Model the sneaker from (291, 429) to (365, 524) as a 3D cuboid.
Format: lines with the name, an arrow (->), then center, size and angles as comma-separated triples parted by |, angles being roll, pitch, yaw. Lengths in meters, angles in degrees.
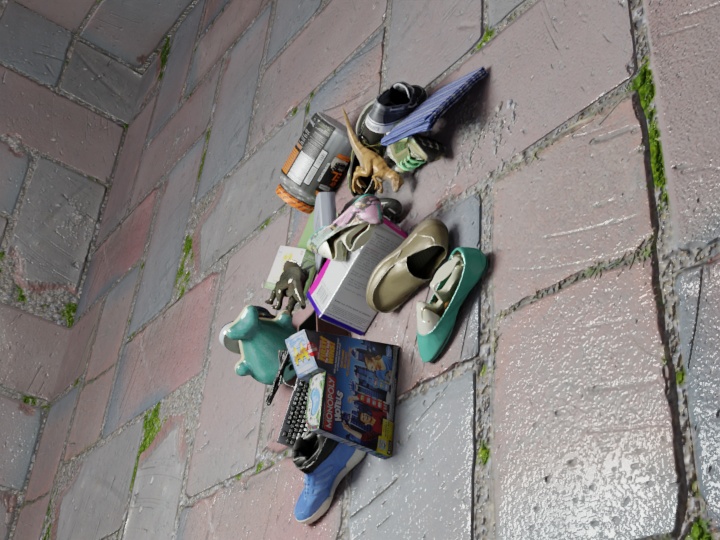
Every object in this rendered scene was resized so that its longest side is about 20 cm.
sneaker -> -0.084, 0.338, 1.548 | 0.201, 0.110, 0.077 | -54, 30, 20

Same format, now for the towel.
towel -> 0.135, -0.297, 1.674 | 0.200, 0.024, 0.144 | -45, 17, -32

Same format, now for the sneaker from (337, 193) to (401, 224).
sneaker -> 0.014, -0.120, 1.786 | 0.199, 0.074, 0.080 | -10, 54, 57

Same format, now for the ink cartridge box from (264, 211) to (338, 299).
ink cartridge box -> -0.131, -0.041, 1.998 | 0.145, 0.048, 0.202 | 10, 80, 62

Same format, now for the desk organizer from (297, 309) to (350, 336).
desk organizer -> -0.065, 0.173, 1.682 | 0.072, 0.076, 0.202 | -44, 35, 33

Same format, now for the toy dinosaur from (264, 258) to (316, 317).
toy dinosaur -> -0.136, 0.030, 1.776 | 0.200, 0.076, 0.104 | -119, 47, -83

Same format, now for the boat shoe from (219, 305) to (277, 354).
boat shoe -> -0.234, 0.119, 1.873 | 0.090, 0.199, 0.072 | 30, 105, 33

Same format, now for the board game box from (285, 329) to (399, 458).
board game box -> -0.035, 0.186, 1.490 | 0.061, 0.198, 0.202 | -31, 42, 44

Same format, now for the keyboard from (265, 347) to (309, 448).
keyboard -> -0.107, 0.209, 1.615 | 0.126, 0.021, 0.202 | 14, 77, 20

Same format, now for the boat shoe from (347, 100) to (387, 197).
boat shoe -> 0.019, -0.238, 1.827 | 0.061, 0.071, 0.203 | -91, 13, -55

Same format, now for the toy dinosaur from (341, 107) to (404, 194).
toy dinosaur -> 0.014, -0.211, 1.777 | 0.200, 0.060, 0.107 | 47, 118, 21

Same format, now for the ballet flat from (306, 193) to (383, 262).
ballet flat -> -0.028, -0.060, 1.616 | 0.199, 0.069, 0.072 | -35, 59, 42

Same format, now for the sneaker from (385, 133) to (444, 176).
sneaker -> 0.098, -0.215, 1.735 | 0.200, 0.076, 0.090 | -135, 60, -66

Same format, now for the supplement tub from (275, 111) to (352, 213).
supplement tub -> -0.097, -0.234, 2.012 | 0.201, 0.122, 0.123 | -58, 29, 14

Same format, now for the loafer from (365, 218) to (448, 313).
loafer -> 0.080, 0.000, 1.572 | 0.201, 0.075, 0.068 | -54, 24, 20

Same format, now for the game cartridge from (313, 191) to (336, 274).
game cartridge -> -0.070, -0.077, 1.814 | 0.200, 0.040, 0.135 | 113, 150, -74

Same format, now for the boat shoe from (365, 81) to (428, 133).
boat shoe -> 0.077, -0.328, 1.753 | 0.200, 0.071, 0.068 | -37, -27, -47

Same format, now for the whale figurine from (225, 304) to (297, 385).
whale figurine -> -0.181, 0.149, 1.787 | 0.103, 0.200, 0.159 | 34, 77, 37

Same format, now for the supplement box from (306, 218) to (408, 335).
supplement box -> 0.000, 0.000, 1.682 | 0.201, 0.103, 0.101 | -59, 28, 13

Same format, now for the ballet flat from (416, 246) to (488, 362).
ballet flat -> 0.128, 0.048, 1.458 | 0.202, 0.070, 0.067 | -61, 29, 7
